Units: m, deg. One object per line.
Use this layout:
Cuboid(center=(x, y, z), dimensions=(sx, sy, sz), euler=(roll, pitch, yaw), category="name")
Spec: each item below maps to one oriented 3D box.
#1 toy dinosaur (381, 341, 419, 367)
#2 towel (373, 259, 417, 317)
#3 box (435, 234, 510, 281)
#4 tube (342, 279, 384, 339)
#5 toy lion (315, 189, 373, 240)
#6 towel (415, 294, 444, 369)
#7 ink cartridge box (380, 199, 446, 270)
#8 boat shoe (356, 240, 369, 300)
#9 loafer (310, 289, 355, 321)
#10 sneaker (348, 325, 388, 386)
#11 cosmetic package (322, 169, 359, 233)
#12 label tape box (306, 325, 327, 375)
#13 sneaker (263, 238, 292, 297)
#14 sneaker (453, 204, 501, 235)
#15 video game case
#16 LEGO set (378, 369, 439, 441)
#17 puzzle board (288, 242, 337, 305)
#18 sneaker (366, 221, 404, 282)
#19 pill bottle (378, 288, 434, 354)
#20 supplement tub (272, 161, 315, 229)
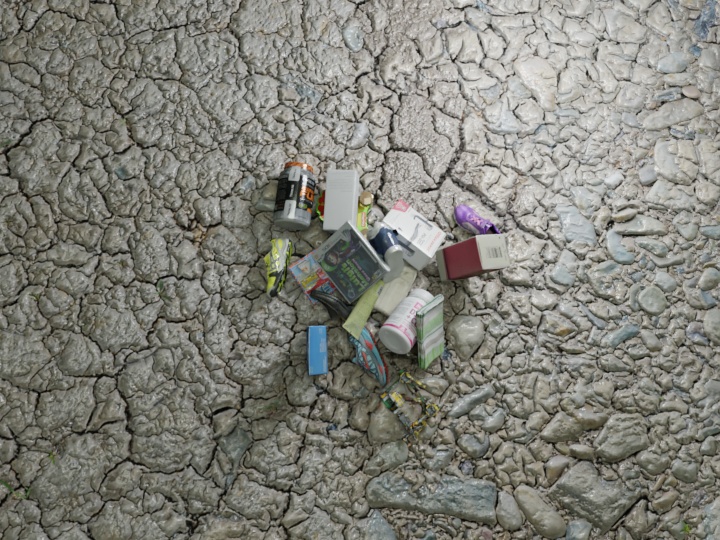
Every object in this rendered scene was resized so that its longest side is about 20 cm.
Cuboid(center=(0.179, 0.244, 1.641), dimensions=(0.200, 0.077, 0.102), euler=(-35, 99, -6), category="toy dinosaur")
Cuboid(center=(0.098, 0.048, 1.685), dimensions=(0.132, 0.034, 0.200), euler=(29, 80, 0), category="towel")
Cuboid(center=(0.356, -0.038, 1.626), dimensions=(0.128, 0.200, 0.109), euler=(-5, 81, -32), category="box")
Cuboid(center=(0.011, 0.113, 1.603), dimensions=(0.058, 0.052, 0.200), euler=(25, 67, 6), category="tube")
Cuboid(center=(-0.053, -0.185, 1.696), dimensions=(0.191, 0.069, 0.201), euler=(0, 81, 1), category="toy lion")
Cuboid(center=(0.226, 0.192, 1.590), dimensions=(0.149, 0.031, 0.201), euler=(-28, 119, -46), category="towel")
Cuboid(center=(0.162, -0.117, 1.664), dimensions=(0.200, 0.085, 0.146), euler=(38, 48, -1), category="ink cartridge box")
Cuboid(center=(0.000, 0.000, 1.647), dimensions=(0.071, 0.063, 0.201), euler=(16, 109, 32), category="boat shoe")
Cuboid(center=(-0.077, 0.125, 1.627), dimensions=(0.200, 0.073, 0.072), euler=(28, 85, -8), category="loafer")
Cuboid(center=(0.023, 0.284, 1.629), dimensions=(0.095, 0.079, 0.200), euler=(-26, 78, 5), category="sneaker")
Cuboid(center=(-0.061, -0.221, 1.641), dimensions=(0.101, 0.074, 0.201), euler=(3, 84, 10), category="cosmetic package")
Cuboid(center=(-0.132, 0.242, 1.544), dimensions=(0.066, 0.200, 0.144), euler=(-1, 81, -8), category="label tape box")
Cuboid(center=(-0.276, -0.010, 1.641), dimensions=(0.076, 0.075, 0.201), euler=(11, 70, 3), category="sneaker")
Cuboid(center=(0.404, -0.154, 1.721), dimensions=(0.200, 0.088, 0.080), euler=(44, 81, 3), category="sneaker")
Cuboid(center=(-0.034, -0.024, 1.575), dimensions=(0.182, 0.023, 0.200), euler=(-41, 87, 28), category="video game case")
Cuboid(center=(0.154, 0.417, 1.589), dimensions=(0.154, 0.116, 0.200), euler=(-31, 86, -10), category="LEGO set")
Cuboid(center=(-0.112, -0.002, 1.655), dimensions=(0.200, 0.017, 0.151), euler=(-34, 105, -10), category="puzzle board")
Cuboid(center=(0.073, -0.067, 1.609), dimensions=(0.080, 0.200, 0.147), euler=(-23, 62, -14), category="sneaker")
Cuboid(center=(0.154, 0.156, 1.606), dimensions=(0.113, 0.113, 0.200), euler=(40, 55, 1), category="pill bottle")
Cuboid(center=(-0.213, -0.242, 1.652), dimensions=(0.122, 0.123, 0.201), euler=(7, 81, -5), category="supplement tub")
